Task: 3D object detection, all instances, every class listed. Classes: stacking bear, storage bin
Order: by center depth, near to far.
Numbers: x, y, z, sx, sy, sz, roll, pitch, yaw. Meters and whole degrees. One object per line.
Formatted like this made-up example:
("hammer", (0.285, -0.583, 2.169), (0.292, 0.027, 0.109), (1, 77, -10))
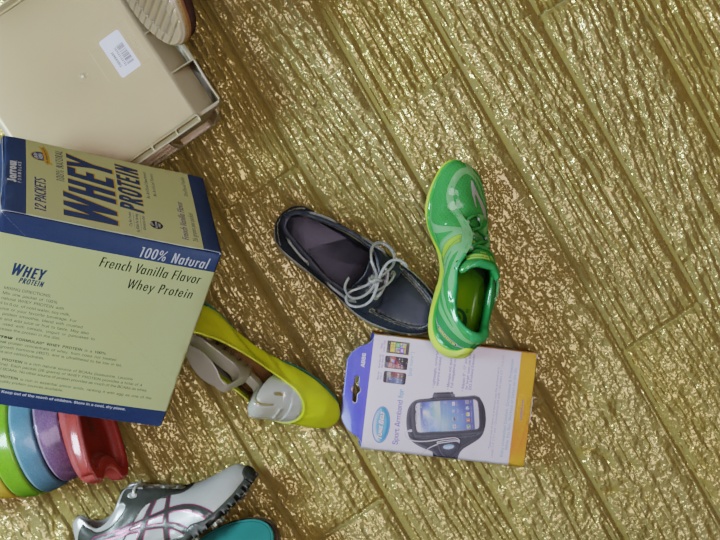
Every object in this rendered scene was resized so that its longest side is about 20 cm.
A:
("stacking bear", (-0.349, 0.180, 1.186), (0.197, 0.121, 0.116), (-18, 81, 5))
("storage bin", (-0.268, -0.187, 1.186), (0.197, 0.094, 0.201), (-34, 94, -3))

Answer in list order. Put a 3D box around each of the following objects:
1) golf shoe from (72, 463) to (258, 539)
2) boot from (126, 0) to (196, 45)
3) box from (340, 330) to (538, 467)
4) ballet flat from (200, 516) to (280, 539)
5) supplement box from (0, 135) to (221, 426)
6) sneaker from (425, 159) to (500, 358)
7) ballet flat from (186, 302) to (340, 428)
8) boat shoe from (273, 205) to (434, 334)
("golf shoe", (-0.198, 0.244, 1.214), (0.198, 0.077, 0.089), (-33, 87, -3))
("boot", (-0.161, -0.319, 1.158), (0.165, 0.072, 0.202), (-21, 80, -40))
("box", (0.079, 0.132, 1.249), (0.196, 0.041, 0.121), (7, 91, -2))
("ballet flat", (-0.160, 0.318, 1.221), (0.198, 0.072, 0.068), (-34, 57, 1))
("supplement box", (-0.256, 0.012, 1.109), (0.197, 0.135, 0.202), (11, 120, -23))
("sneaker", (0.112, -0.014, 1.211), (0.073, 0.083, 0.204), (5, 78, -27))
("ballet flat", (-0.112, 0.110, 1.215), (0.199, 0.067, 0.067), (37, 123, -3))
("boat shoe", (0.000, 0.000, 1.226), (0.199, 0.062, 0.075), (38, 83, -6))
